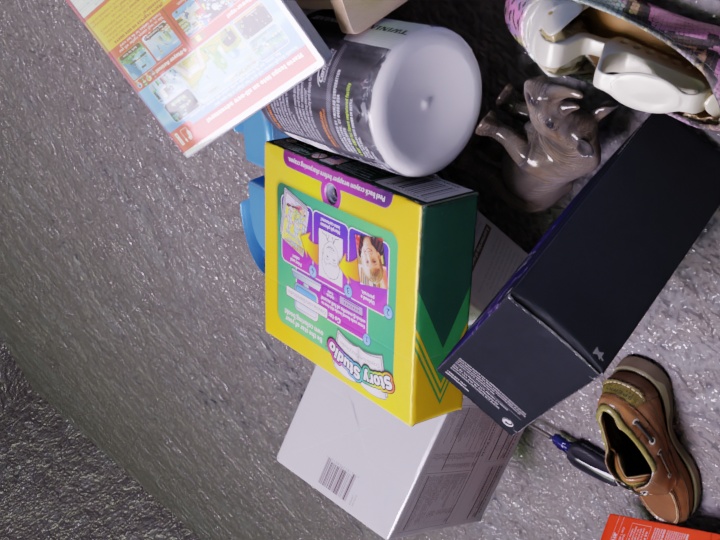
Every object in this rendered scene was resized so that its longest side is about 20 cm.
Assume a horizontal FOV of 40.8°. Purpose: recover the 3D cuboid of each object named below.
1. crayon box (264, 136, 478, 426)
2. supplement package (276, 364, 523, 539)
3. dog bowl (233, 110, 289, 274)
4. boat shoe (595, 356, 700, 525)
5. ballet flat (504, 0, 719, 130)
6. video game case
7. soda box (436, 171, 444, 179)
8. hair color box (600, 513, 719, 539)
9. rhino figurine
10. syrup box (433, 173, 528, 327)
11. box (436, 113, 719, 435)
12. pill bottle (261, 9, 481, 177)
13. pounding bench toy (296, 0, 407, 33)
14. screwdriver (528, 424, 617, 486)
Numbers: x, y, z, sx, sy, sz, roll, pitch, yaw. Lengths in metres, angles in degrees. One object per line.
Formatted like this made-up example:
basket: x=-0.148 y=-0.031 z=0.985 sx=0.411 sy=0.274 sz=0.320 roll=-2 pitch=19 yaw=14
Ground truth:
crayon box: x=0.000 y=0.000 z=0.758 sx=0.200 sy=0.058 sz=0.173 roll=28 pitch=124 yaw=47
supplement package: x=0.052 y=0.162 z=0.988 sx=0.151 sy=0.151 sz=0.200 roll=28 pitch=-172 yaw=33
dog bowl: x=-0.080 y=-0.095 z=0.950 sx=0.111 sy=0.049 sz=0.201 roll=29 pitch=126 yaw=59
boat shoe: x=0.256 y=0.172 z=0.890 sx=0.072 sy=0.068 sz=0.201 roll=9 pitch=135 yaw=48
ballet flat: x=0.162 y=-0.141 z=0.624 sx=0.200 sy=0.071 sz=0.069 roll=30 pitch=141 yaw=32
video game case: x=-0.129 y=-0.189 z=0.649 sx=0.143 sy=0.017 sz=0.200 roll=-26 pitch=108 yaw=32
soda box: x=0.071 y=-0.008 z=0.937 sx=0.071 sy=0.063 sz=0.201 roll=8 pitch=132 yaw=52
hair color box: x=0.329 y=0.290 z=0.914 sx=0.101 sy=0.061 sz=0.200 roll=36 pitch=158 yaw=-23
rhino figurine: x=0.131 y=-0.094 z=0.702 sx=0.087 sy=0.060 sz=0.200 roll=34 pitch=168 yaw=2
syrup box: x=0.097 y=0.015 z=0.843 sx=0.200 sy=0.082 sz=0.079 roll=39 pitch=149 yaw=-20
box: x=0.156 y=0.001 z=0.669 sx=0.079 sy=0.200 sz=0.141 roll=41 pitch=152 yaw=3
pill bottle: x=-0.012 y=-0.143 z=0.734 sx=0.200 sy=0.106 sz=0.107 roll=26 pitch=145 yaw=47
pounding bench toy: x=-0.046 y=-0.233 z=0.670 sx=0.156 sy=0.200 sz=0.125 roll=19 pitch=141 yaw=45
screwdriver: x=0.193 y=0.168 z=1.031 sx=0.200 sy=0.029 sz=0.028 roll=33 pitch=150 yaw=35
